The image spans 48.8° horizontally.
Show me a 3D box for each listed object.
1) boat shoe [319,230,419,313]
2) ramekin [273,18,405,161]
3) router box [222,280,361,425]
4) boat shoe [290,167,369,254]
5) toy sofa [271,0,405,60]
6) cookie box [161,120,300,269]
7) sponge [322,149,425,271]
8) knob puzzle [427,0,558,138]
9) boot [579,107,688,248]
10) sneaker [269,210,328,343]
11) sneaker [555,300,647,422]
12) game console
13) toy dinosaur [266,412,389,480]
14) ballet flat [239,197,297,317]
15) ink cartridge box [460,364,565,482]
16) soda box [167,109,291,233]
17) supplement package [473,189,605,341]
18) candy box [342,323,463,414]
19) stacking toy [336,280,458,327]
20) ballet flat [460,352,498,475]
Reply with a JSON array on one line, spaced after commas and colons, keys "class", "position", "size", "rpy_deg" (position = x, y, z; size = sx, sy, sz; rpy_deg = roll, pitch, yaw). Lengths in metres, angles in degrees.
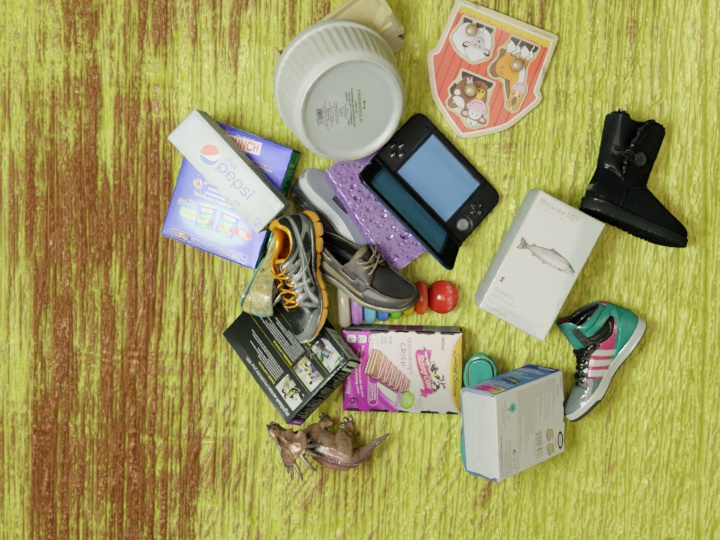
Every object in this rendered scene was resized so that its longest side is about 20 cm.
[{"class": "boat shoe", "position": [0.000, 0.000, 1.229], "size": [0.198, 0.075, 0.074], "rpy_deg": [23, 138, 17]}, {"class": "ramekin", "position": [-0.025, -0.260, 1.188], "size": [0.197, 0.106, 0.203], "rpy_deg": [-10, 128, -13]}, {"class": "router box", "position": [-0.114, 0.124, 1.285], "size": [0.149, 0.051, 0.200], "rpy_deg": [-45, 64, 8]}, {"class": "boat shoe", "position": [-0.035, -0.078, 1.295], "size": [0.201, 0.069, 0.056], "rpy_deg": [50, 133, -9]}, {"class": "toy sofa", "position": [-0.032, -0.355, 1.258], "size": [0.199, 0.098, 0.083], "rpy_deg": [-35, 68, 8]}, {"class": "cookie box", "position": [-0.209, -0.127, 1.292], "size": [0.169, 0.075, 0.203], "rpy_deg": [20, 98, 2]}, {"class": "sponge", "position": [0.037, -0.106, 1.277], "size": [0.111, 0.030, 0.202], "rpy_deg": [-34, 93, -16]}, {"class": "knob puzzle", "position": [0.197, -0.307, 1.260], "size": [0.215, 0.030, 0.224], "rpy_deg": [1, 97, 5]}, {"class": "boot", "position": [0.446, -0.141, 1.232], "size": [0.197, 0.076, 0.171], "rpy_deg": [21, 87, -13]}, {"class": "sneaker", "position": [-0.101, 0.010, 1.213], "size": [0.078, 0.076, 0.204], "rpy_deg": [-10, 83, 48]}, {"class": "sneaker", "position": [0.354, 0.131, 1.267], "size": [0.120, 0.084, 0.201], "rpy_deg": [34, 90, -5]}, {"class": "game console", "position": [0.112, -0.126, 1.220], "size": [0.200, 0.118, 0.171], "rpy_deg": [44, 83, -6]}, {"class": "toy dinosaur", "position": [-0.054, 0.294, 1.296], "size": [0.196, 0.136, 0.087], "rpy_deg": [7, 97, 3]}, {"class": "ballet flat", "position": [-0.127, -0.017, 1.272], "size": [0.070, 0.071, 0.203], "rpy_deg": [21, 72, 2]}, {"class": "ink cartridge box", "position": [0.252, 0.231, 1.246], "size": [0.198, 0.076, 0.139], "rpy_deg": [-10, 101, -37]}, {"class": "soda box", "position": [-0.198, -0.152, 1.216], "size": [0.063, 0.068, 0.200], "rpy_deg": [-43, 92, 8]}, {"class": "supplement package", "position": [0.275, -0.012, 1.243], "size": [0.116, 0.117, 0.202], "rpy_deg": [26, 98, 2]}, {"class": "candy box", "position": [0.069, 0.161, 1.308], "size": [0.196, 0.061, 0.139], "rpy_deg": [0, 97, 4]}, {"class": "stacking toy", "position": [0.061, 0.045, 1.290], "size": [0.196, 0.085, 0.087], "rpy_deg": [-3, 96, 1]}, {"class": "ballet flat", "position": [0.200, 0.231, 1.300], "size": [0.066, 0.070, 0.204], "rpy_deg": [3, 100, 15]}]
